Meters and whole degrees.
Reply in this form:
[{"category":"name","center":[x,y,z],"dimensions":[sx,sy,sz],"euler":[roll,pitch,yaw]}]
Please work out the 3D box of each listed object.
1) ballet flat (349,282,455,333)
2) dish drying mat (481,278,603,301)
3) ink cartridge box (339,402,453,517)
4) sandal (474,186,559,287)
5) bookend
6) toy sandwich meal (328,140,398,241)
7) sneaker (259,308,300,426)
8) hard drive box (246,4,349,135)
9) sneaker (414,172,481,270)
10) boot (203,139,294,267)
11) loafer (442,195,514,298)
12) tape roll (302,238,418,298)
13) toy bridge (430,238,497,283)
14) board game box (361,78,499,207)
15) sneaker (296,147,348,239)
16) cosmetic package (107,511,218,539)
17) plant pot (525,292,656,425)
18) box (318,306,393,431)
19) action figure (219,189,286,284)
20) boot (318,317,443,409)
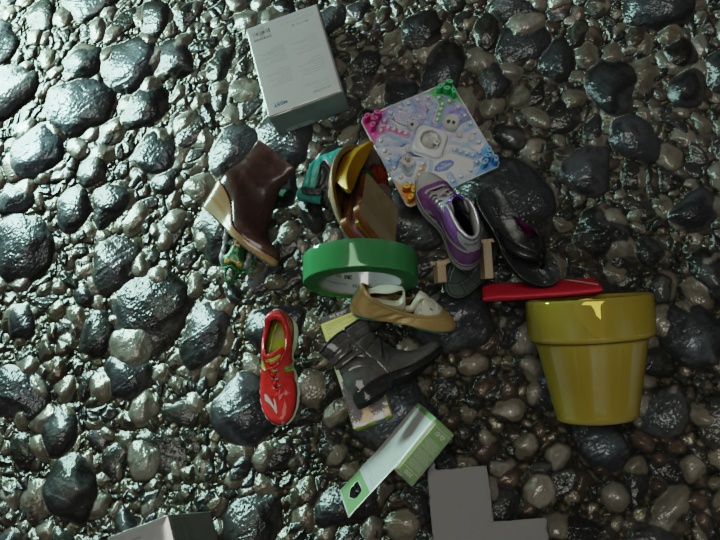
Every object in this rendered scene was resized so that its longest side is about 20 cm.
[{"category":"ballet flat","center":[0.080,0.062,1.274],"dimensions":[0.196,0.069,0.064],"euler":[9,118,-18]},{"category":"dish drying mat","center":[0.305,0.032,1.279],"dimensions":[0.195,0.077,0.019],"euler":[-3,103,9]},{"category":"ink cartridge box","center":[0.054,0.310,1.206],"dimensions":[0.048,0.145,0.201],"euler":[41,85,-5]},{"category":"sandal","center":[0.262,-0.057,1.261],"dimensions":[0.075,0.048,0.202],"euler":[-33,78,-16]},{"category":"bookend","center":[0.208,0.394,1.186],"dimensions":[0.194,0.092,0.205],"euler":[-7,72,6]},{"category":"toy sandwich meal","center":[0.018,-0.128,1.312],"dimensions":[0.069,0.203,0.210],"euler":[-12,70,35]},{"category":"sneaker","center":[-0.151,0.167,1.314],"dimensions":[0.075,0.085,0.205],"euler":[-6,74,8]},{"category":"hard drive box","center":[-0.123,-0.392,1.469],"dimensions":[0.153,0.077,0.204],"euler":[-17,72,5]},{"category":"sneaker","center":[0.150,-0.112,1.251],"dimensions":[0.071,0.115,0.202],"euler":[-23,58,-9]},{"category":"boot","center":[-0.174,-0.123,1.352],"dimensions":[0.200,0.072,0.167],"euler":[42,87,20]},{"category":"loafer","center":[0.205,-0.041,1.333],"dimensions":[0.071,0.063,0.202],"euler":[33,85,-15]},{"category":"tape roll","center":[0.000,0.000,1.274],"dimensions":[0.196,0.201,0.049],"euler":[-5,73,8]},{"category":"toy bridge","center":[0.213,-0.019,1.289],"dimensions":[0.195,0.027,0.069],"euler":[-4,91,-13]},{"category":"board game box","center":[0.129,-0.241,1.386],"dimensions":[0.197,0.026,0.203],"euler":[-24,72,-11]},{"category":"sneaker","center":[-0.057,-0.124,1.380],"dimensions":[0.118,0.084,0.205],"euler":[-6,78,12]},{"category":"cosmetic package","center":[-0.307,0.445,1.204],"dimensions":[0.106,0.200,0.086],"euler":[-20,73,1]},{"category":"plant pot","center":[0.365,0.137,1.187],"dimensions":[0.196,0.201,0.194],"euler":[-4,89,9]},{"category":"box","center":[-0.007,0.168,1.308],"dimensions":[0.074,0.050,0.204],"euler":[-21,72,3]},{"category":"action figure","center":[-0.220,-0.072,1.412],"dimensions":[0.115,0.055,0.204],"euler":[12,81,10]},{"category":"boot","center":[0.038,0.130,1.264],"dimensions":[0.198,0.070,0.133],"euler":[-23,69,-33]}]
